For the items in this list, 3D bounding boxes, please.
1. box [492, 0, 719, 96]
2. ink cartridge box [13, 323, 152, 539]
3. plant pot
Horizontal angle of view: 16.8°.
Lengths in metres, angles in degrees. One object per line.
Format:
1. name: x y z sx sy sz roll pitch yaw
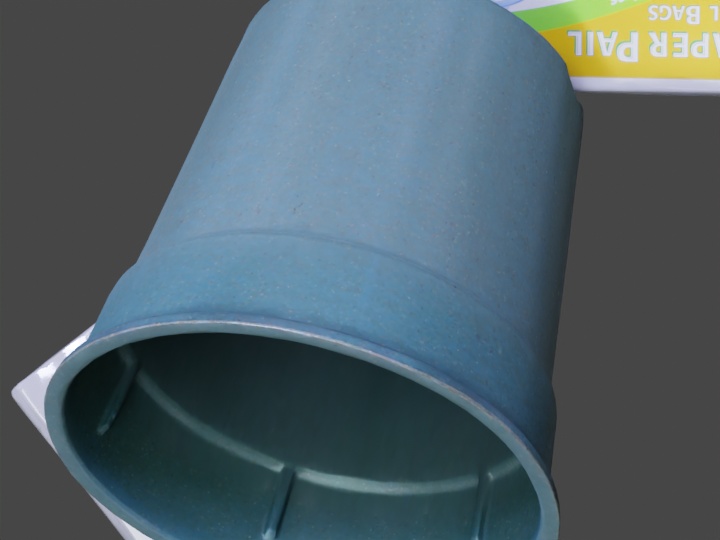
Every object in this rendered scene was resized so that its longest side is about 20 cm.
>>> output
1. box: 0.146 -0.130 1.025 0.200 0.101 0.113 2 98 22
2. ink cartridge box: -0.054 0.113 1.103 0.083 0.147 0.200 -39 82 -3
3. plant pot: 0.000 0.000 0.970 0.200 0.200 0.196 1 54 22
